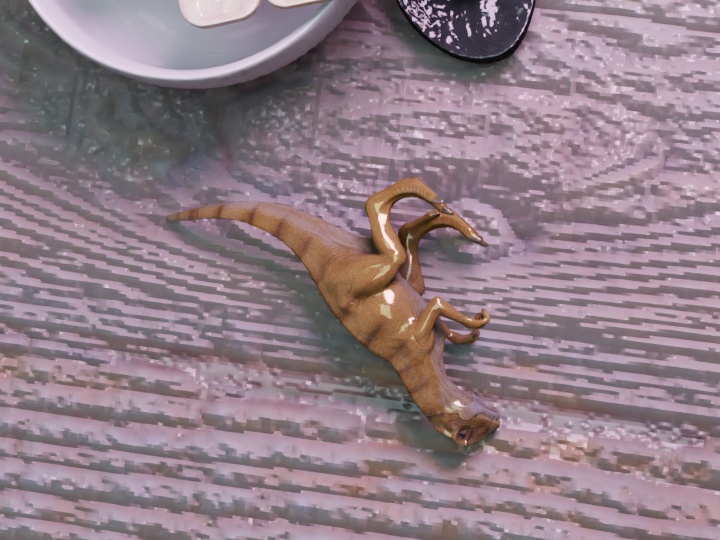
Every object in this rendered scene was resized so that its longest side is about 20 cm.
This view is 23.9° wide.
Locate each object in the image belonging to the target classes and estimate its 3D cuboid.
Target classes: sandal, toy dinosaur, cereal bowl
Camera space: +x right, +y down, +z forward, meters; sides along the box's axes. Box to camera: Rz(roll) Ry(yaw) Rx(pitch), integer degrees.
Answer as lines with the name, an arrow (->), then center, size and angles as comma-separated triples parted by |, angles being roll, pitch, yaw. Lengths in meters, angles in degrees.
sandal -> 0.041, -0.203, 0.848 | 0.075, 0.048, 0.202 | -9, 83, 9
toy dinosaur -> 0.000, 0.000, 0.832 | 0.200, 0.060, 0.106 | 44, 95, 11
cereal bowl -> -0.077, -0.186, 0.850 | 0.199, 0.083, 0.201 | -1, 84, 9

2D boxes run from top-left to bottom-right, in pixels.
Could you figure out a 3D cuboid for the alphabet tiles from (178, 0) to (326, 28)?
alphabet tiles -> -0.040, -0.218, 0.797 | 0.199, 0.015, 0.197 | -12, 83, 9
